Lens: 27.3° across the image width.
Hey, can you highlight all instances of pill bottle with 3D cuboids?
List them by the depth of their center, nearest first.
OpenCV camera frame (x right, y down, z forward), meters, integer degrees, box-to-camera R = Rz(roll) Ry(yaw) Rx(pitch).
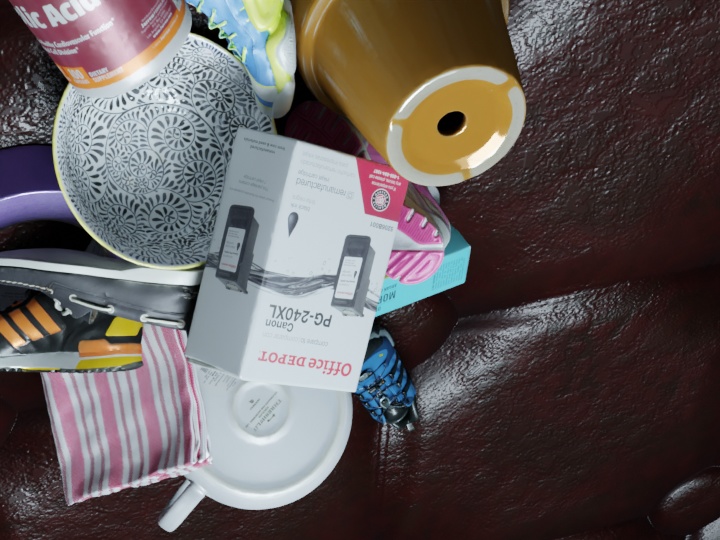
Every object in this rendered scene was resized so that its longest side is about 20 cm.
[{"bbox_3d":[-0.222,-0.239,1.119,0.113,0.115,0.201,-29,129,5],"label":"pill bottle"}]

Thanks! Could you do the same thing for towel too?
[{"bbox_3d":[-0.224,0.129,1.377,0.198,0.148,0.030,-20,170,35],"label":"towel"}]

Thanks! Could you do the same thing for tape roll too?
[{"bbox_3d":[-0.301,-0.016,1.355,0.198,0.066,0.202,-14,137,-13],"label":"tape roll"}]

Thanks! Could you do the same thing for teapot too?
[{"bbox_3d":[-0.106,0.141,1.440,0.197,0.200,0.146,-6,172,-12],"label":"teapot"}]

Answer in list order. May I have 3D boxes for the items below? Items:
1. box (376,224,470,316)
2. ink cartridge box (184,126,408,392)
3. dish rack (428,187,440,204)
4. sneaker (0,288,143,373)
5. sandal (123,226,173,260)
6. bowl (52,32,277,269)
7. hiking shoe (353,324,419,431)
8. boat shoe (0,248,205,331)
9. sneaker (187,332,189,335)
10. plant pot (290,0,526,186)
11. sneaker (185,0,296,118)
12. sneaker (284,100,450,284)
[{"bbox_3d":[0.000,0.000,1.408,0.198,0.082,0.050,-20,139,-25],"label":"box"},{"bbox_3d":[-0.052,-0.005,1.257,0.144,0.083,0.203,11,94,-46],"label":"ink cartridge box"},{"bbox_3d":[-0.022,-0.023,1.494,0.197,0.044,0.173,-11,136,-14],"label":"dish rack"},{"bbox_3d":[-0.291,0.046,1.334,0.197,0.091,0.070,2,176,2],"label":"sneaker"},{"bbox_3d":[-0.138,-0.013,1.382,0.199,0.048,0.076,16,120,-49],"label":"sandal"},{"bbox_3d":[-0.178,-0.100,1.280,0.198,0.094,0.204,1,88,-25],"label":"bowl"},{"bbox_3d":[0.024,0.117,1.582,0.074,0.087,0.200,-35,161,7],"label":"hiking shoe"},{"bbox_3d":[-0.228,0.016,1.276,0.197,0.074,0.061,4,102,0],"label":"boat shoe"},{"bbox_3d":[-0.184,0.081,1.473,0.078,0.096,0.201,-5,137,3],"label":"sneaker"},{"bbox_3d":[0.052,-0.179,1.264,0.198,0.184,0.202,-13,137,-12],"label":"plant pot"},{"bbox_3d":[-0.108,-0.222,1.224,0.103,0.076,0.203,-5,114,-4],"label":"sneaker"},{"bbox_3d":[0.008,-0.075,1.377,0.081,0.201,0.088,-42,175,22],"label":"sneaker"}]
